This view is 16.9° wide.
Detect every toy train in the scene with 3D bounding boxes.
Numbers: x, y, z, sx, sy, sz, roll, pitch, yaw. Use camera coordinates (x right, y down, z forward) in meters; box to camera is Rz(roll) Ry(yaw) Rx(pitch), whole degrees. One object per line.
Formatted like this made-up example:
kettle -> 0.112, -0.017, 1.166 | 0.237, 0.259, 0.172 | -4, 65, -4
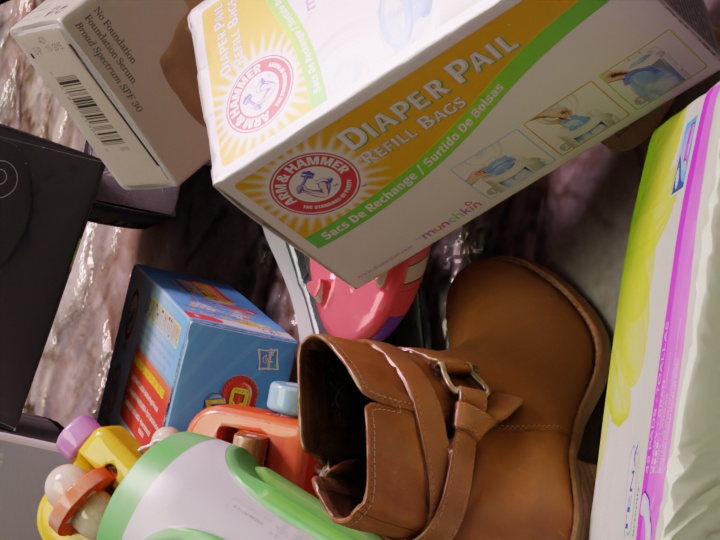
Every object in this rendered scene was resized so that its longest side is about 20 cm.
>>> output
toy train -> -0.090, 0.139, 1.103 | 0.150, 0.056, 0.200 | 15, 94, 22

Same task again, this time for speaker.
speaker -> -0.012, 0.144, 0.997 | 0.200, 0.088, 0.089 | 29, 104, 25

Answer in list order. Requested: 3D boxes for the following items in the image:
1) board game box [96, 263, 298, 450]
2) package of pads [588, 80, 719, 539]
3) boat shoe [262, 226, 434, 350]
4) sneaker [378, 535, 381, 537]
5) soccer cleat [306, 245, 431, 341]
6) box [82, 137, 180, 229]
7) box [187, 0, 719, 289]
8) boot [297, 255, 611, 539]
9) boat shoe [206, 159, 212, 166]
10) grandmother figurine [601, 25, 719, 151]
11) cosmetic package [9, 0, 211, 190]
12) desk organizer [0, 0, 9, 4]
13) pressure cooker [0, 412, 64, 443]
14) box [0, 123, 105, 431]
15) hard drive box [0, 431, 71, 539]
board game box -> -0.099, 0.109, 1.240 | 0.200, 0.056, 0.196 | -147, 70, -75
package of pads -> 0.140, 0.031, 0.933 | 0.155, 0.068, 0.200 | 127, 153, -83
boat shoe -> 0.000, 0.000, 1.188 | 0.068, 0.072, 0.200 | -36, 54, 46
sneaker -> 0.004, 0.172, 1.145 | 0.200, 0.077, 0.082 | -40, 23, 38
soccer cleat -> 0.021, -0.051, 1.152 | 0.067, 0.076, 0.200 | -17, 57, 36
box -> -0.117, -0.126, 1.363 | 0.158, 0.048, 0.200 | 174, 107, -80
box -> 0.036, -0.099, 1.035 | 0.200, 0.101, 0.113 | -31, 46, 24
boot -> 0.033, 0.054, 1.046 | 0.077, 0.155, 0.200 | -49, 39, 35
boat shoe -> -0.043, -0.137, 1.303 | 0.074, 0.067, 0.200 | 101, 180, -64
grandmother figurine -> 0.088, -0.132, 1.127 | 0.121, 0.061, 0.200 | -37, 41, 6
cosmetic package -> -0.061, -0.139, 1.201 | 0.200, 0.105, 0.071 | -44, 20, -21
desk organizer -> -0.159, -0.192, 1.337 | 0.200, 0.072, 0.077 | 166, 113, -79
pressure cooker -> -0.273, 0.156, 1.404 | 0.176, 0.200, 0.179 | 46, 116, 54
box -> -0.222, -0.003, 1.286 | 0.200, 0.124, 0.149 | 171, 118, -78
hard drive box -> -0.235, 0.111, 1.239 | 0.156, 0.200, 0.077 | 170, 112, -73
